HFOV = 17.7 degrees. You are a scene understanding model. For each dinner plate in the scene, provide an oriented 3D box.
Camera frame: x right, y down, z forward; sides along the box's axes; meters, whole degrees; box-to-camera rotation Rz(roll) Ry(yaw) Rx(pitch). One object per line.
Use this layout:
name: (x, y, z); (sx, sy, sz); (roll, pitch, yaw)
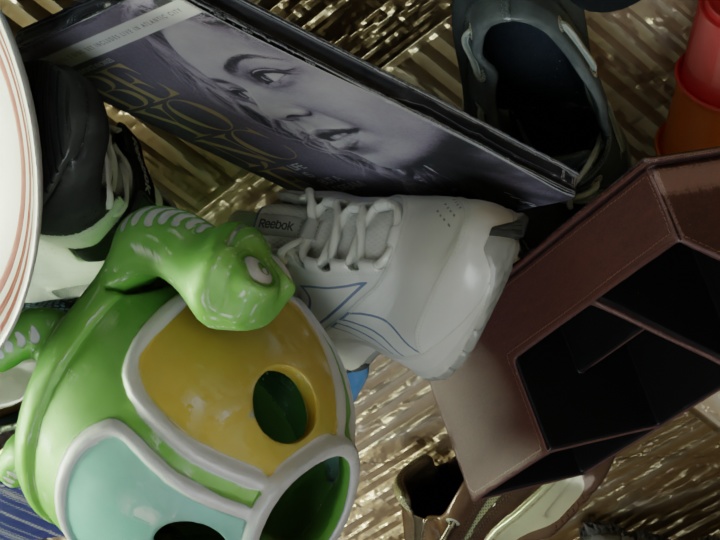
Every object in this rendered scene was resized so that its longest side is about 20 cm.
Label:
dinner plate: (-0.185, -0.050, 0.965); (0.024, 0.200, 0.200); (-9, 150, -43)

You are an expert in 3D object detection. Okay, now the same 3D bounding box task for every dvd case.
dvd case: (-0.029, -0.065, 0.956); (0.200, 0.016, 0.149); (26, 162, -26)

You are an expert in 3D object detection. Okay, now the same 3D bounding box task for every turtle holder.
turtle holder: (-0.062, 0.052, 0.966); (0.132, 0.141, 0.186); (37, 113, 28)

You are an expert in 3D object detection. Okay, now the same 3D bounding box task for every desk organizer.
desk organizer: (0.106, 0.025, 0.971); (0.072, 0.077, 0.200); (-10, 162, -32)

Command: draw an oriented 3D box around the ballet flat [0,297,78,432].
ballet flat: (-0.198, 0.052, 1.107); (0.200, 0.074, 0.074); (-17, 130, 28)

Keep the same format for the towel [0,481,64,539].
towel: (-0.205, 0.118, 1.185); (0.200, 0.024, 0.145); (-8, 161, 15)

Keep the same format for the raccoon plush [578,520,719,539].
raccoon plush: (0.210, 0.157, 1.189); (0.200, 0.134, 0.097); (-20, 120, -17)

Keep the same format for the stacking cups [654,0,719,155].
stacking cups: (0.144, -0.037, 1.001); (0.060, 0.061, 0.200); (5, 132, 2)

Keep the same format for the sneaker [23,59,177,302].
sneaker: (-0.117, -0.037, 1.007); (0.088, 0.074, 0.200); (3, 163, -15)

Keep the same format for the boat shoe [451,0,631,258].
boat shoe: (0.076, -0.056, 0.983); (0.073, 0.062, 0.200); (-6, 134, 9)

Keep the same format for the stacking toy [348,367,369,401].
stacking toy: (-0.069, 0.123, 1.080); (0.110, 0.200, 0.116); (16, 138, -9)

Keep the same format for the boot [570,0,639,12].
boot: (0.095, -0.204, 0.824); (0.168, 0.076, 0.200); (24, 99, -50)

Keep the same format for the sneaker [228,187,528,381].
sneaker: (0.000, 0.000, 0.993); (0.087, 0.075, 0.200); (31, 159, -21)

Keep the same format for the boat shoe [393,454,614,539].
boat shoe: (0.050, 0.121, 1.165); (0.075, 0.075, 0.202); (33, 125, -5)
